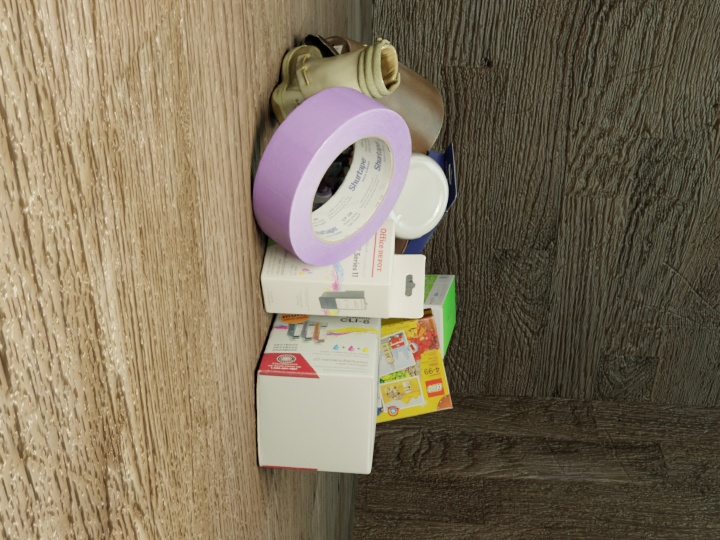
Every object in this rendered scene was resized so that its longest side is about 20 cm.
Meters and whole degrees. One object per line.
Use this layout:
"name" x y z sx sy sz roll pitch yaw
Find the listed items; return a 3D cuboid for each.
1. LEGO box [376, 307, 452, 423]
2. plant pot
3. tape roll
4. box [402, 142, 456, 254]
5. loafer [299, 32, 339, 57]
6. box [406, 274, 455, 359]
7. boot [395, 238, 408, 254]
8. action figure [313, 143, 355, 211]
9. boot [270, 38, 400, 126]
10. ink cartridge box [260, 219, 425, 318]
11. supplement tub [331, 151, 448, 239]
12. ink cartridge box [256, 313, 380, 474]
"LEGO box" 0.031 0.155 1.453 0.077 0.199 0.150 -67 144 -82
"plant pot" 0.001 -0.273 1.455 0.200 0.186 0.188 34 52 -48
"tape roll" -0.030 -0.107 1.078 0.200 0.066 0.201 -36 146 -30
"box" 0.098 -0.102 1.477 0.200 0.032 0.122 121 -24 -49
"loafer" -0.034 -0.252 1.307 0.200 0.073 0.071 53 1 15
"box" 0.067 0.072 1.592 0.200 0.175 0.097 -54 142 -72
"boot" 0.000 0.000 1.417 0.200 0.072 0.166 -56 177 27
"action figure" -0.040 -0.155 1.266 0.200 0.069 0.131 129 -45 -53
"boot" -0.025 -0.252 1.185 0.200 0.154 0.072 -80 148 -56
"ink cartridge box" -0.017 -0.006 1.167 0.068 0.198 0.118 89 4 -47
"supplement tub" 0.028 -0.121 1.352 0.200 0.122 0.123 24 -64 58
"ink cartridge box" -0.049 0.145 1.216 0.200 0.144 0.146 -82 173 -66
